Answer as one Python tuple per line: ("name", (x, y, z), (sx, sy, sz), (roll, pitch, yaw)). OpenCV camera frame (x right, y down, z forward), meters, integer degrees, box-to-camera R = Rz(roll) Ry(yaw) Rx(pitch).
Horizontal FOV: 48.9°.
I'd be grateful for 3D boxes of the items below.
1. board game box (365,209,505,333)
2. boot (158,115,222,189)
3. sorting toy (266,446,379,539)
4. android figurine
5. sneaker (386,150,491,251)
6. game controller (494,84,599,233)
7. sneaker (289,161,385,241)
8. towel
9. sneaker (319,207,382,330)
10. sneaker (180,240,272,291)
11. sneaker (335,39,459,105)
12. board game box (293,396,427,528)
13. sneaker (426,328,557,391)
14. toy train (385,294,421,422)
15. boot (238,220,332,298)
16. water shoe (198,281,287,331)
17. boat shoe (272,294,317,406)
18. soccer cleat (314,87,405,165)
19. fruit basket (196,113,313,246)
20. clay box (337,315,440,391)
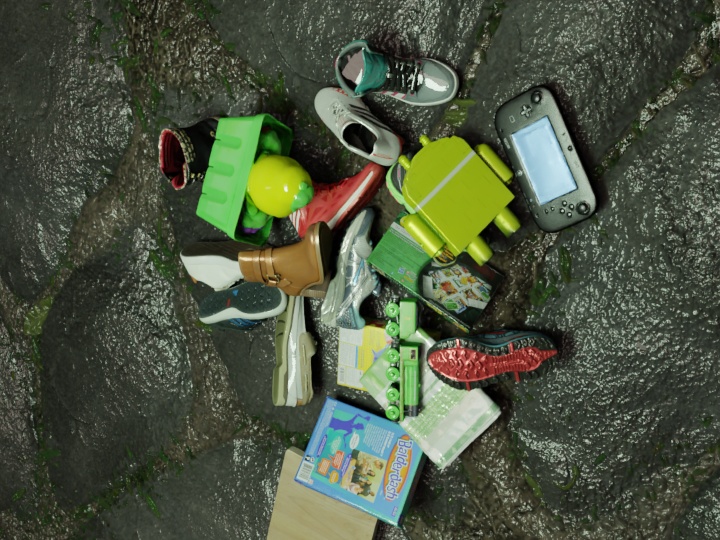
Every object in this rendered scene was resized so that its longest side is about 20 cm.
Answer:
("board game box", (0.115, 0.000, 1.236), (0.198, 0.024, 0.106), (35, 79, 17))
("boot", (-0.267, -0.159, 1.359), (0.071, 0.150, 0.206), (-4, 101, 27))
("sorting toy", (-0.055, 0.437, 1.428), (0.196, 0.069, 0.204), (22, 110, 21))
("android figurine", (0.141, -0.110, 1.164), (0.200, 0.041, 0.182), (45, 81, 2))
("sneaker", (0.123, -0.105, 1.210), (0.199, 0.076, 0.084), (43, 121, 12))
("game controller", (0.267, -0.159, 1.142), (0.103, 0.042, 0.204), (-23, 89, 29))
("sneaker", (-0.054, -0.129, 1.298), (0.116, 0.078, 0.200), (48, 117, 8))
("towel", (0.110, 0.197, 1.264), (0.200, 0.031, 0.150), (46, 112, 8))
("sneaker", (0.000, 0.000, 1.299), (0.084, 0.078, 0.205), (17, 94, 3))
("sneaker", (-0.227, -0.005, 1.431), (0.195, 0.073, 0.086), (4, 127, 25))
("sneaker", (0.042, -0.294, 1.184), (0.196, 0.120, 0.086), (16, 108, 23))
("board game box", (0.005, 0.321, 1.338), (0.196, 0.045, 0.155), (17, 72, 22))
("sneaker", (0.199, 0.132, 1.206), (0.194, 0.095, 0.082), (-3, 98, 12))
("toy train", (0.067, 0.139, 1.235), (0.055, 0.042, 0.206), (1, 101, 10))
("boot", (-0.123, -0.018, 1.280), (0.150, 0.075, 0.202), (10, 147, 4))
("water shoe", (-0.199, 0.067, 1.423), (0.196, 0.079, 0.073), (-6, 59, 31))
("boat shoe", (-0.112, 0.135, 1.391), (0.067, 0.075, 0.206), (6, 88, -19))
("soccer cleat", (-0.015, -0.229, 1.235), (0.200, 0.084, 0.070), (44, 119, 29))
("fruit basket", (-0.148, -0.141, 1.275), (0.210, 0.155, 0.222), (-1, 86, 17))
("clay box", (0.058, 0.148, 1.317), (0.195, 0.047, 0.118), (10, 106, 24))
